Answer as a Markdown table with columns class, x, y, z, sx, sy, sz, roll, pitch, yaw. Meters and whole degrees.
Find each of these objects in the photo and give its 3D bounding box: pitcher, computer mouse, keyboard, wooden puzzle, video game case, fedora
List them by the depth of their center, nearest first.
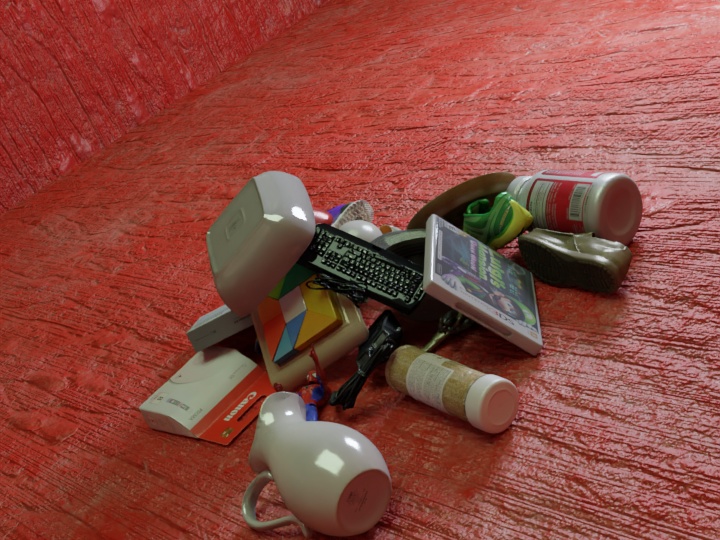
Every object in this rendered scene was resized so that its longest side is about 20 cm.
| class | x | y | z | sx | sy | sz | roll | pitch | yaw |
| --- | --- | --- | --- | --- | --- | --- | --- | --- | --- |
| pitcher | -0.063 | 0.257 | 1.174 | 0.200 | 0.121 | 0.172 | 23 | 92 | 50 |
| video game case | 0.169 | 0.015 | 1.363 | 0.023 | 0.181 | 0.200 | -54 | 13 | 27 |
| computer mouse | 0.013 | 0.135 | 1.401 | 0.141 | 0.046 | 0.200 | -52 | 5 | 9 |
| keyboard | 0.000 | 0.000 | 1.412 | 0.199 | 0.040 | 0.104 | 23 | 68 | 17 |
| wooden puzzle | -0.092 | 0.055 | 1.470 | 0.185 | 0.037 | 0.201 | -34 | 63 | 24 |
| fedora | 0.094 | 0.016 | 1.505 | 0.199 | 0.091 | 0.177 | 1 | 37 | 26 |

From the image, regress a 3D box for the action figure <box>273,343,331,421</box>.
| class | x | y | z | sx | sy | sz | roll | pitch | yaw |
| --- | --- | --- | --- | --- | --- | --- | --- | --- | --- |
| action figure | -0.085 | 0.182 | 1.348 | 0.065 | 0.099 | 0.200 | -17 | 24 | 15 |

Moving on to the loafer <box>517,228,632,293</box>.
| class | x | y | z | sx | sy | sz | roll | pitch | yaw |
| --- | --- | --- | --- | --- | --- | --- | --- | --- | --- |
| loafer | 0.309 | -0.018 | 1.407 | 0.067 | 0.076 | 0.200 | -33 | 33 | -24 |

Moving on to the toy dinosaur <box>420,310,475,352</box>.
| class | x | y | z | sx | sy | sz | roll | pitch | yaw |
| --- | --- | --- | --- | --- | --- | --- | --- | --- | --- |
| toy dinosaur | 0.138 | 0.073 | 1.403 | 0.200 | 0.048 | 0.088 | -36 | 1 | -14 |

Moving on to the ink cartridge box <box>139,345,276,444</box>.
| class | x | y | z | sx | sy | sz | roll | pitch | yaw |
| --- | --- | --- | --- | --- | --- | --- | --- | --- | --- |
| ink cartridge box | -0.225 | 0.188 | 1.517 | 0.199 | 0.057 | 0.163 | -3 | 32 | 47 |

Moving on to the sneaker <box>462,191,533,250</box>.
| class | x | y | z | sx | sy | sz | roll | pitch | yaw |
| --- | --- | --- | --- | --- | --- | --- | --- | --- | --- |
| sneaker | 0.195 | -0.068 | 1.540 | 0.074 | 0.084 | 0.200 | -29 | -4 | -34 |

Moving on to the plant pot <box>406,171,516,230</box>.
| class | x | y | z | sx | sy | sz | roll | pitch | yaw |
| --- | --- | --- | --- | --- | --- | --- | --- | --- | --- |
| plant pot | 0.170 | -0.094 | 1.599 | 0.199 | 0.028 | 0.200 | -23 | -20 | -8 |

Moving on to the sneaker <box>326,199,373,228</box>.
| class | x | y | z | sx | sy | sz | roll | pitch | yaw |
| --- | --- | --- | --- | --- | --- | --- | --- | --- | --- |
| sneaker | -0.073 | -0.065 | 1.852 | 0.200 | 0.070 | 0.099 | -33 | 19 | -25 |

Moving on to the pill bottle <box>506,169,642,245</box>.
| class | x | y | z | sx | sy | sz | roll | pitch | yaw |
| --- | --- | --- | --- | --- | --- | --- | --- | --- | --- |
| pill bottle | 0.318 | -0.097 | 1.496 | 0.112 | 0.113 | 0.200 | -38 | 28 | -26 |

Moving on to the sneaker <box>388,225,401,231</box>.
| class | x | y | z | sx | sy | sz | roll | pitch | yaw |
| --- | --- | --- | --- | --- | --- | --- | --- | --- | --- |
| sneaker | 0.021 | -0.024 | 1.695 | 0.199 | 0.078 | 0.091 | 3 | 53 | 51 |

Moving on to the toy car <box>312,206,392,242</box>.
| class | x | y | z | sx | sy | sz | roll | pitch | yaw |
| --- | --- | --- | --- | --- | --- | --- | --- | --- | --- |
| toy car | -0.029 | -0.016 | 1.614 | 0.199 | 0.178 | 0.184 | 2 | 4 | 3 |

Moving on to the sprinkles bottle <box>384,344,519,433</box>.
| class | x | y | z | sx | sy | sz | roll | pitch | yaw |
| --- | --- | --- | --- | --- | --- | --- | --- | --- | --- |
| sprinkles bottle | 0.113 | 0.149 | 1.259 | 0.068 | 0.069 | 0.200 | -37 | 27 | -24 |

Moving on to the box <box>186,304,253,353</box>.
| class | x | y | z | sx | sy | sz | roll | pitch | yaw |
| --- | --- | --- | --- | --- | --- | --- | --- | --- | --- |
| box | -0.207 | 0.074 | 1.650 | 0.155 | 0.041 | 0.200 | -27 | 6 | -2 |

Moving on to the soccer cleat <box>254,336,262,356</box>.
| class | x | y | z | sx | sy | sz | roll | pitch | yaw |
| --- | --- | --- | --- | --- | --- | --- | --- | --- | --- |
| soccer cleat | -0.086 | 0.114 | 1.530 | 0.199 | 0.065 | 0.084 | 3 | 54 | 43 |

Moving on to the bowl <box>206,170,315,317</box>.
| class | x | y | z | sx | sy | sz | roll | pitch | yaw |
| --- | --- | --- | --- | --- | --- | --- | --- | --- | --- |
| bowl | -0.164 | -0.054 | 1.495 | 0.200 | 0.074 | 0.200 | -47 | 33 | 17 |
